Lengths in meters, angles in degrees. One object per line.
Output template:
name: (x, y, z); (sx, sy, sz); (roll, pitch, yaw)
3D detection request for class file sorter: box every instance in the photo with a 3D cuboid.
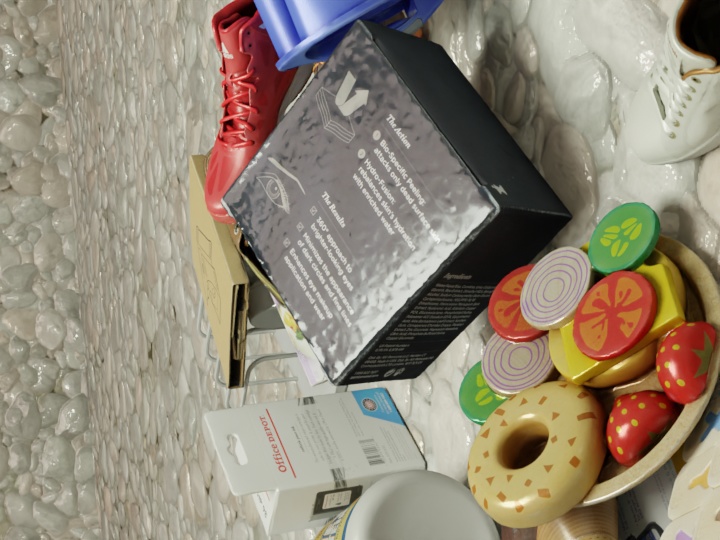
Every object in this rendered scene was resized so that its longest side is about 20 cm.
file sorter: (-0.108, 0.085, 1.346); (0.201, 0.123, 0.140); (-120, 35, -46)

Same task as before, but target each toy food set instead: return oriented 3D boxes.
toy food set: (0.144, 0.058, 0.746); (0.199, 0.048, 0.200); (-38, 36, 29)

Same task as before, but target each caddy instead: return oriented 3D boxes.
caddy: (0.006, -0.231, 0.935); (0.106, 0.199, 0.141); (60, 160, -5)

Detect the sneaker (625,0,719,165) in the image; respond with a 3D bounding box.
sneaker: (0.194, -0.126, 0.665); (0.200, 0.084, 0.074); (125, 133, -58)

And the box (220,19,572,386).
box: (0.023, -0.049, 0.902); (0.200, 0.117, 0.198); (-48, 61, 27)

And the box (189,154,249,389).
box: (-0.154, 0.001, 1.237); (0.165, 0.021, 0.201); (98, 156, -44)

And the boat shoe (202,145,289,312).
boat shoe: (-0.082, -0.041, 1.041); (0.072, 0.068, 0.201); (-41, 76, 13)

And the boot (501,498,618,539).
boot: (0.128, 0.189, 0.825); (0.168, 0.071, 0.201); (-99, 19, -44)

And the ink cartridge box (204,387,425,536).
ink cartridge box: (-0.050, 0.188, 1.135); (0.116, 0.197, 0.067); (-120, 34, -45)

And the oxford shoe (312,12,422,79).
oxford shoe: (-0.024, -0.173, 1.024); (0.073, 0.201, 0.071); (45, 146, -15)

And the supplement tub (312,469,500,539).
supplement tub: (0.027, 0.276, 1.038); (0.200, 0.143, 0.146); (127, 133, -56)

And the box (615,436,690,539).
box: (0.194, 0.188, 0.772); (0.201, 0.041, 0.120); (118, 141, -55)

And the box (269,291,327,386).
box: (-0.066, 0.011, 1.095); (0.202, 0.038, 0.041); (66, -170, 7)

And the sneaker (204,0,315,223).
sneaker: (-0.110, -0.151, 0.995); (0.077, 0.115, 0.202); (6, 71, 29)

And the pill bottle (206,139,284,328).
pill bottle: (-0.095, -0.048, 1.252); (0.114, 0.113, 0.203); (137, 123, -61)

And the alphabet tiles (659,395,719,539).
alphabet tiles: (0.212, 0.086, 0.592); (0.201, 0.014, 0.196); (-63, 5, -34)
